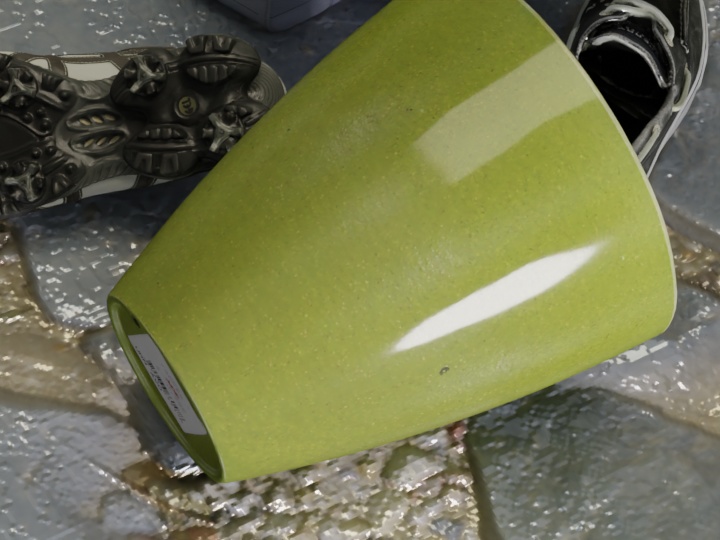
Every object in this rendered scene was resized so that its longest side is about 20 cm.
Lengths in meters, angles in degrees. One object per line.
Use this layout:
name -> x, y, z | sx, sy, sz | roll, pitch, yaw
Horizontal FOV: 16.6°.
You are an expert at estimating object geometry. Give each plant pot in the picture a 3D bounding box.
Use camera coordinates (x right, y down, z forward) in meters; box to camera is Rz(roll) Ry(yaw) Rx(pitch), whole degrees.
plant pot -> 0.000, 0.000, 1.053 | 0.199, 0.187, 0.187 | -32, 62, -15

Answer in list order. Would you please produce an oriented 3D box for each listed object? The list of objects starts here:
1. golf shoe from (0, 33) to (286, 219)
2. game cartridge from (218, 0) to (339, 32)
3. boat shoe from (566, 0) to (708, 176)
golf shoe -> -0.128, -0.065, 1.141 | 0.199, 0.094, 0.078 | -2, 92, 13
game cartridge -> -0.031, -0.207, 1.289 | 0.133, 0.041, 0.200 | 29, 52, 18
boat shoe -> 0.133, -0.096, 1.208 | 0.070, 0.064, 0.201 | 18, 50, 4
